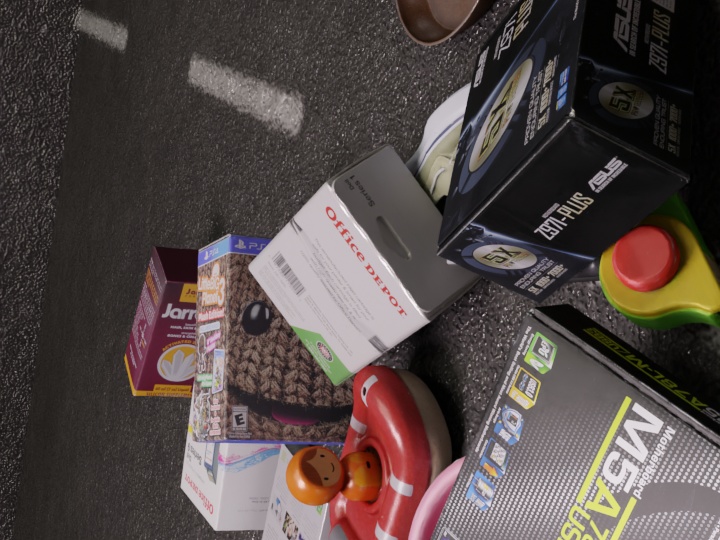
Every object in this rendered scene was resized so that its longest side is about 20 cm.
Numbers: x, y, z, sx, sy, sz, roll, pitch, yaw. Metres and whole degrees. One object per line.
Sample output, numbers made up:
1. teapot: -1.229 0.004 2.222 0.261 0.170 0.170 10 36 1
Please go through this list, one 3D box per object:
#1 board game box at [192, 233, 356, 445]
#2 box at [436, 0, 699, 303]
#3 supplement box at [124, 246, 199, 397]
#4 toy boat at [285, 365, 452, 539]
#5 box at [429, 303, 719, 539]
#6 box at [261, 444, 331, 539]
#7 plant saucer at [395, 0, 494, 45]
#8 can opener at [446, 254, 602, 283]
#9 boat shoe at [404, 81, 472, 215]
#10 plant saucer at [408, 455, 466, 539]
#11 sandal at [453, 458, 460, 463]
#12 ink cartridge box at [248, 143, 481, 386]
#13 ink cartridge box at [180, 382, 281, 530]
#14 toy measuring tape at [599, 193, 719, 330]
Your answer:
1. board game box: -0.080 0.076 1.167 0.097 0.158 0.202 -19 69 61
2. box: 0.138 -0.110 0.754 0.164 0.086 0.201 -48 23 53
3. supplement box: -0.249 0.074 1.579 0.086 0.110 0.201 61 138 49
4. toy boat: -0.004 0.182 1.020 0.131 0.130 0.201 46 127 57
5. box: 0.147 0.153 0.693 0.193 0.047 0.201 39 119 39
6. box: -0.067 0.307 1.242 0.144 0.036 0.202 40 120 60
7. plant saucer: 0.089 -0.301 1.026 0.200 0.034 0.202 -175 90 -65
8. can opener: 0.133 -0.024 0.860 0.200 0.053 0.067 -7 80 63
9. boat shoe: 0.085 -0.092 0.975 0.062 0.072 0.200 63 151 17
10. plant saucer: 0.120 0.221 0.787 0.200 0.051 0.202 0 91 43
11. sandal: 0.110 0.196 0.870 0.202 0.049 0.083 5 91 64
12. ink cartridge box: 0.000 0.000 1.027 0.146 0.084 0.200 53 147 2
13. ink cartridge box: -0.146 0.193 1.369 0.145 0.087 0.202 26 111 62
14. toy measuring tape: 0.196 0.033 0.699 0.074 0.073 0.201 -54 44 47
